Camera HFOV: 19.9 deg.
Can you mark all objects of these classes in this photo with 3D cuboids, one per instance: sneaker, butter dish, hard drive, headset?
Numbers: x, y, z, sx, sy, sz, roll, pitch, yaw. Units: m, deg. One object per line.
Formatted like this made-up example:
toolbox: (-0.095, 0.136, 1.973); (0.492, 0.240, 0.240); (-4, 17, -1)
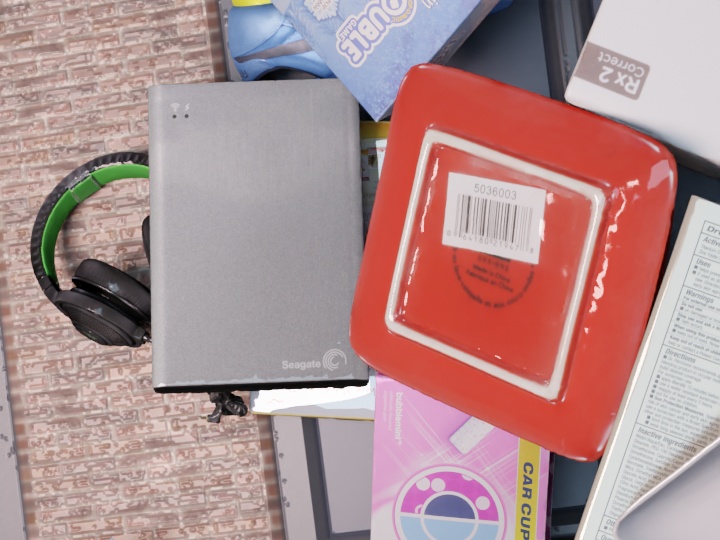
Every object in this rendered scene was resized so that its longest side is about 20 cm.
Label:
sneaker: (0.009, -0.161, 1.373); (0.198, 0.066, 0.079); (-5, 100, 11)
butter dish: (0.116, -0.013, 1.261); (0.199, 0.147, 0.201); (22, 109, 32)
hard drive: (-0.067, -0.022, 1.329); (0.138, 0.033, 0.202); (-2, 78, -1)
headset: (-0.140, 0.013, 1.390); (0.123, 0.094, 0.200); (-36, 62, -1)

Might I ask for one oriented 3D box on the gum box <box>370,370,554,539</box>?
gum box: (0.066, 0.157, 1.330); (0.113, 0.066, 0.202); (4, 106, 9)

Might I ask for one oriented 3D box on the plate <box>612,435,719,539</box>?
plate: (0.264, 0.129, 1.047); (0.200, 0.032, 0.200); (40, 116, -12)

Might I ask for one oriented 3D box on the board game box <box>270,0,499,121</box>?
board game box: (0.010, -0.232, 1.271); (0.199, 0.043, 0.200); (48, 126, 8)

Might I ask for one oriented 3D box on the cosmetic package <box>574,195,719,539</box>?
cosmetic package: (0.198, 0.069, 1.125); (0.103, 0.073, 0.201); (20, 94, 10)

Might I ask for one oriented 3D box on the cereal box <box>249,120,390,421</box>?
cereal box: (0.000, 0.000, 1.380); (0.143, 0.040, 0.202); (3, 92, 11)

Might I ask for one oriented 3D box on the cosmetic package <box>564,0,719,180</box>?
cosmetic package: (0.235, -0.142, 1.257); (0.164, 0.200, 0.166); (22, 93, 9)

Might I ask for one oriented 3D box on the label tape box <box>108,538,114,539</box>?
label tape box: (-0.149, 0.301, 1.394); (0.143, 0.066, 0.200); (-42, 80, 7)
